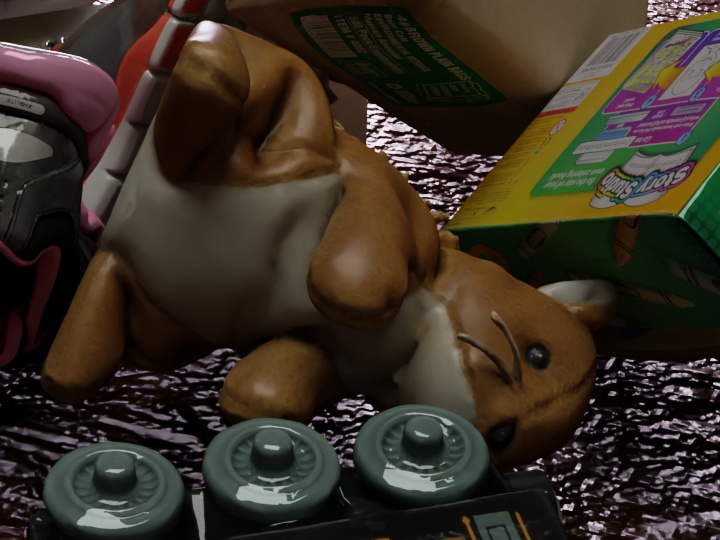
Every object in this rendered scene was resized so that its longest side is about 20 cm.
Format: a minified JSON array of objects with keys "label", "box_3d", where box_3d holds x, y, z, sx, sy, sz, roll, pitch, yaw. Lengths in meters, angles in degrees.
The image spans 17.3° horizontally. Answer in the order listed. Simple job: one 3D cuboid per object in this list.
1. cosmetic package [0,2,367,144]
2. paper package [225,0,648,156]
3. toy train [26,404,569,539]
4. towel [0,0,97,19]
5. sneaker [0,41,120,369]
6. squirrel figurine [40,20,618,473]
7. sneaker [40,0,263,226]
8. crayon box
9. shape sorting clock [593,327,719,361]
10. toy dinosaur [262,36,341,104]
[{"label":"cosmetic package","box_3d":[-0.106,-0.078,1.120,0.199,0.074,0.103,-14,31,-27]},{"label":"paper package","box_3d":[0.045,-0.163,1.023,0.103,0.192,0.200,-2,-17,30]},{"label":"toy train","box_3d":[-0.021,0.108,0.761,0.198,0.086,0.114,-6,38,-16]},{"label":"towel","box_3d":[-0.180,-0.142,1.141,0.132,0.035,0.200,-27,-3,-10]},{"label":"sneaker","box_3d":[-0.134,0.000,0.883,0.078,0.200,0.096,7,63,-3]},{"label":"squirrel figurine","box_3d":[0.000,0.000,0.884,0.186,0.142,0.200,24,14,-5]},{"label":"sneaker","box_3d":[-0.104,-0.089,1.002,0.082,0.201,0.077,31,4,23]},{"label":"crayon box","box_3d":[0.123,-0.040,0.901,0.119,0.058,0.200,-49,16,-16]},{"label":"shape sorting clock","box_3d":[0.151,-0.025,1.039,0.199,0.039,0.201,-15,35,11]},{"label":"toy dinosaur","box_3d":[-0.064,-0.150,1.101,0.199,0.086,0.135,17,47,44]}]
